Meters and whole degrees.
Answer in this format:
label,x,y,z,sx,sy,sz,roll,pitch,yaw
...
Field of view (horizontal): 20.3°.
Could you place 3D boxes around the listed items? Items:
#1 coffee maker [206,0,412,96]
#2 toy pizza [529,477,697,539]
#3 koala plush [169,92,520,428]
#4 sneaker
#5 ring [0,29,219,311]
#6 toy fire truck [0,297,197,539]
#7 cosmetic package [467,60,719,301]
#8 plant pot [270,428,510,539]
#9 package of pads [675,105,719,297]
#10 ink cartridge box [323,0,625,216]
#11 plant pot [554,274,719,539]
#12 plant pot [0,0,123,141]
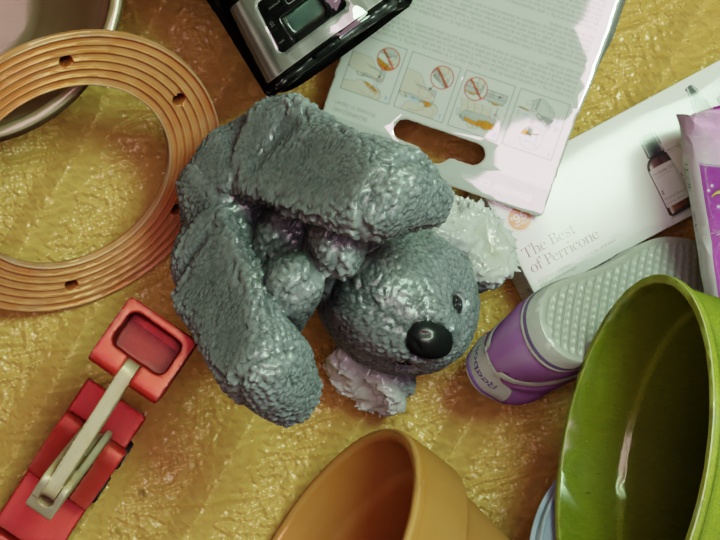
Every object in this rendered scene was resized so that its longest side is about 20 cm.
label,x,y,z,sx,sy,sz,roll,pitch,yaw
coffee maker,-0.053,-0.224,1.223,0.134,0.192,0.201,-30,99,36
toy pizza,0.196,0.186,1.195,0.198,0.032,0.201,4,54,-6
koala plush,0.000,0.000,1.211,0.199,0.184,0.178,26,102,-40
sneaker,0.151,0.036,1.285,0.199,0.114,0.073,-8,70,-37
ring,-0.180,-0.060,1.223,0.199,0.201,0.019,-28,46,-7
toy fire truck,-0.172,0.115,1.209,0.049,0.141,0.201,33,83,-2
cosmetic package,0.177,-0.062,1.302,0.199,0.051,0.083,-28,88,-7
plant pot,0.028,0.215,1.207,0.140,0.200,0.201,31,83,-19
package of pads,0.266,-0.010,1.222,0.120,0.076,0.202,-9,95,10
ink cartridge box,0.078,-0.152,1.290,0.159,0.047,0.201,19,89,9
plant pot,0.236,0.120,1.126,0.192,0.200,0.202,12,84,-15
plant pot,-0.245,-0.174,1.250,0.199,0.093,0.203,0,86,-5
